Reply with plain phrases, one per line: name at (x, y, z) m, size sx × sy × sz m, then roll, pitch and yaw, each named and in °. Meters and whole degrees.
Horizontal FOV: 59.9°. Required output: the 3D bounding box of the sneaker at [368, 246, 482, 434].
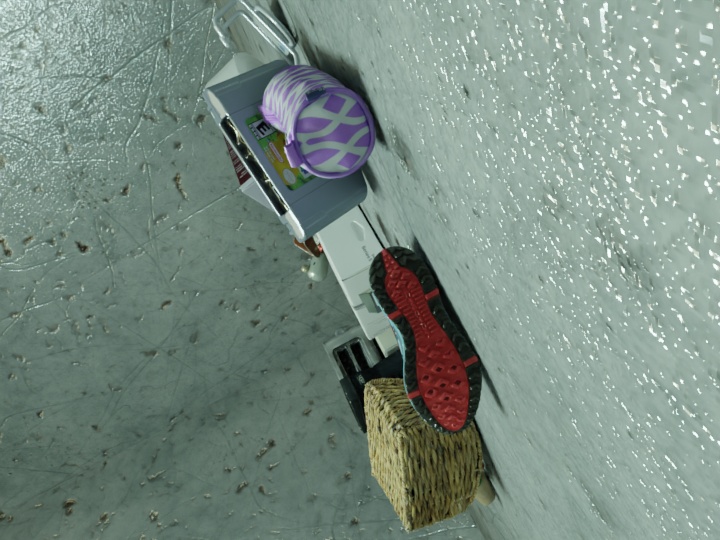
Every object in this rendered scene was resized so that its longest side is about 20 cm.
sneaker at (0.074, 0.070, 0.666) m, size 0.096 × 0.078 × 0.202 m, roll 21°, pitch -130°, yaw -80°

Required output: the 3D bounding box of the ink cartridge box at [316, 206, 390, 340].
ink cartridge box at (0.000, 0.000, 1.058) m, size 0.146 × 0.083 × 0.201 m, roll 61°, pitch 176°, yaw 36°

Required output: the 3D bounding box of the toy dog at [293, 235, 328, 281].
toy dog at (-0.101, -0.087, 1.273) m, size 0.132 × 0.095 × 0.203 m, roll 145°, pitch 127°, yaw -66°

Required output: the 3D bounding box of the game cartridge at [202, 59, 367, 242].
game cartridge at (-0.079, -0.147, 0.736) m, size 0.040 × 0.133 × 0.201 m, roll -28°, pitch 97°, yaw 49°

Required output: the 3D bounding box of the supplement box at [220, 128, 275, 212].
supplement box at (-0.168, -0.199, 1.044) m, size 0.109 × 0.061 × 0.201 m, roll 31°, pitch -151°, yaw -54°

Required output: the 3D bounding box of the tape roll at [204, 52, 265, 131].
tape roll at (-0.142, -0.231, 0.960) m, size 0.203 × 0.070 × 0.203 m, roll 47°, pitch -160°, yaw -23°

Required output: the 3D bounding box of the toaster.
toaster at (0.031, 0.203, 1.344) m, size 0.201 × 0.179 × 0.119 m, roll 62°, pitch 176°, yaw 26°

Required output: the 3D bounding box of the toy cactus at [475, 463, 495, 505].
toy cactus at (0.181, 0.357, 1.119) m, size 0.166 × 0.102 × 0.200 m, roll 53°, pitch 169°, yaw -11°

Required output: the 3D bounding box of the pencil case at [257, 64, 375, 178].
pencil case at (-0.048, -0.149, 0.614) m, size 0.084 × 0.085 × 0.200 m, roll 59°, pitch 180°, yaw -27°

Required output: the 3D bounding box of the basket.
basket at (0.097, 0.268, 0.974) m, size 0.149 × 0.141 × 0.203 m, roll -137°, pitch 36°, yaw -61°

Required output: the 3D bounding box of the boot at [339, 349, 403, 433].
boot at (0.055, 0.218, 1.166) m, size 0.077 × 0.167 × 0.201 m, roll 60°, pitch 171°, yaw 32°

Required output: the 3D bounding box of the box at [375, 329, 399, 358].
box at (0.036, 0.071, 1.212) m, size 0.201 × 0.068 × 0.082 m, roll 61°, pitch 177°, yaw 26°

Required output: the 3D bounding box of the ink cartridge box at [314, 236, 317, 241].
ink cartridge box at (-0.079, -0.099, 1.431) m, size 0.037 × 0.096 × 0.200 m, roll 21°, pitch 170°, yaw 1°

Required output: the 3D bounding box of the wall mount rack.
wall mount rack at (-0.117, -0.277, 0.839) m, size 0.174 × 0.075 × 0.200 m, roll 45°, pitch -177°, yaw -16°
